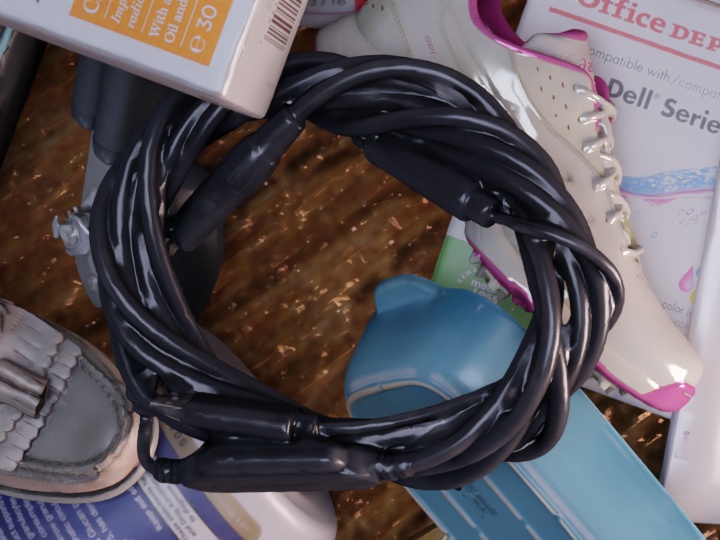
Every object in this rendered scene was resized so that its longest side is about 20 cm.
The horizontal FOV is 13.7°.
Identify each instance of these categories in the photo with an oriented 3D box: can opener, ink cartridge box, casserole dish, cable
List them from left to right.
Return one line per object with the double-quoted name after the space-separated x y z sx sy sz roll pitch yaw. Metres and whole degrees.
-0.086 -0.068 1.206 0.066 0.053 0.201 -10 128 -25 "can opener"
0.000 0.000 1.102 0.199 0.051 0.164 -4 86 18 "cable"
0.065 0.088 1.174 0.039 0.121 0.200 -45 102 -26 "casserole dish"
0.110 -0.055 1.196 0.117 0.067 0.201 19 96 8 "ink cartridge box"

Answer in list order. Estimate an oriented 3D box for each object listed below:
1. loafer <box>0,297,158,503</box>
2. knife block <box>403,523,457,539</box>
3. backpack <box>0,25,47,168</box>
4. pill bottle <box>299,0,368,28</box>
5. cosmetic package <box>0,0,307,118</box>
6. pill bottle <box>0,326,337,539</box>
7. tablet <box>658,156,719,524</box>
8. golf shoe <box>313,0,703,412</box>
-0.171 0.030 1.170 0.199 0.063 0.072 26 79 26 "loafer"
-0.046 0.184 1.246 0.175 0.200 0.064 -30 89 54 "knife block"
-0.221 -0.119 1.201 0.199 0.153 0.176 21 95 -2 "backpack"
-0.014 -0.199 1.132 0.113 0.200 0.114 0 51 0 "pill bottle"
-0.114 -0.137 1.076 0.199 0.071 0.102 20 90 11 "cosmetic package"
-0.118 0.120 1.220 0.200 0.111 0.111 -36 87 9 "pill bottle"
0.190 0.005 1.173 0.130 0.014 0.201 5 102 -24 "tablet"
0.071 -0.037 1.134 0.091 0.075 0.200 -42 85 8 "golf shoe"
